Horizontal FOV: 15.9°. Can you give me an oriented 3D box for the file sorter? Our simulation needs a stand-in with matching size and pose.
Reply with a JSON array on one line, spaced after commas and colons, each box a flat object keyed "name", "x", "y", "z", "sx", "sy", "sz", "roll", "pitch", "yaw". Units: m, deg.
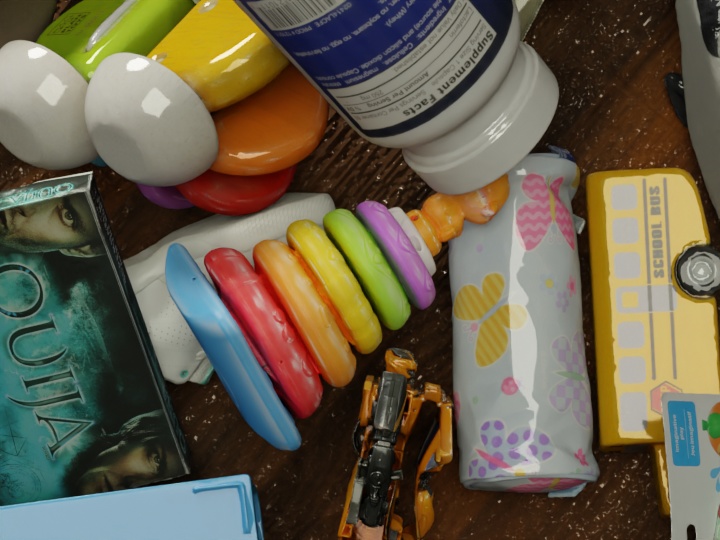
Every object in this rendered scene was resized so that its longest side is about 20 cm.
[{"name": "file sorter", "x": -0.148, "y": 0.199, "z": 1.472, "sx": 0.198, "sy": 0.123, "sz": 0.140, "roll": -7, "pitch": 85, "yaw": 1}]

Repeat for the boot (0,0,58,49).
[{"name": "boot", "x": -0.212, "y": -0.172, "z": 1.519, "sx": 0.070, "sy": 0.146, "sz": 0.201, "roll": 30, "pitch": 84, "yaw": 6}]

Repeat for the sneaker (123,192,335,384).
[{"name": "sneaker", "x": -0.097, "y": 0.022, "z": 1.533, "sx": 0.199, "sy": 0.075, "sz": 0.089, "roll": -25, "pitch": 97, "yaw": 1}]

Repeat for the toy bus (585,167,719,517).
[{"name": "toy bus", "x": 0.175, "y": 0.044, "z": 1.510, "sx": 0.078, "sy": 0.065, "sz": 0.202, "roll": -3, "pitch": 82, "yaw": 3}]

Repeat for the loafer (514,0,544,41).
[{"name": "loafer", "x": 0.116, "y": -0.196, "z": 1.552, "sx": 0.070, "sy": 0.075, "sz": 0.200, "roll": 39, "pitch": 90, "yaw": -4}]

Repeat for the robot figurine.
[{"name": "robot figurine", "x": 0.015, "y": 0.145, "z": 1.471, "sx": 0.058, "sy": 0.145, "sz": 0.202, "roll": 10, "pitch": 92, "yaw": 1}]

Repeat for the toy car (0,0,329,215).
[{"name": "toy car", "x": -0.103, "y": -0.102, "z": 1.497, "sx": 0.199, "sy": 0.150, "sz": 0.175, "roll": 10, "pitch": 48, "yaw": 42}]

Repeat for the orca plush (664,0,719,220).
[{"name": "orca plush", "x": 0.225, "y": -0.130, "z": 1.521, "sx": 0.071, "sy": 0.105, "sz": 0.201, "roll": -16, "pitch": 84, "yaw": -16}]

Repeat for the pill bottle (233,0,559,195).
[{"name": "pill bottle", "x": 0.015, "y": -0.139, "z": 1.391, "sx": 0.116, "sy": 0.116, "sz": 0.200, "roll": -46, "pitch": 122, "yaw": -4}]

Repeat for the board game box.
[{"name": "board game box", "x": -0.188, "y": 0.046, "z": 1.480, "sx": 0.134, "sy": 0.028, "sz": 0.201, "roll": -13, "pitch": 121, "yaw": 7}]

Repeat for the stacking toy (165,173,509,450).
[{"name": "stacking toy", "x": 0.000, "y": 0.000, "z": 1.459, "sx": 0.199, "sy": 0.116, "sz": 0.110, "roll": -33, "pitch": 123, "yaw": -5}]

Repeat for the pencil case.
[{"name": "pencil case", "x": 0.094, "y": 0.031, "z": 1.507, "sx": 0.083, "sy": 0.091, "sz": 0.202, "roll": -8, "pitch": 79, "yaw": 30}]

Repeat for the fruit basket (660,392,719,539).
[{"name": "fruit basket", "x": 0.248, "y": 0.160, "z": 1.432, "sx": 0.093, "sy": 0.199, "sz": 0.187, "roll": -11, "pitch": 77, "yaw": 45}]
